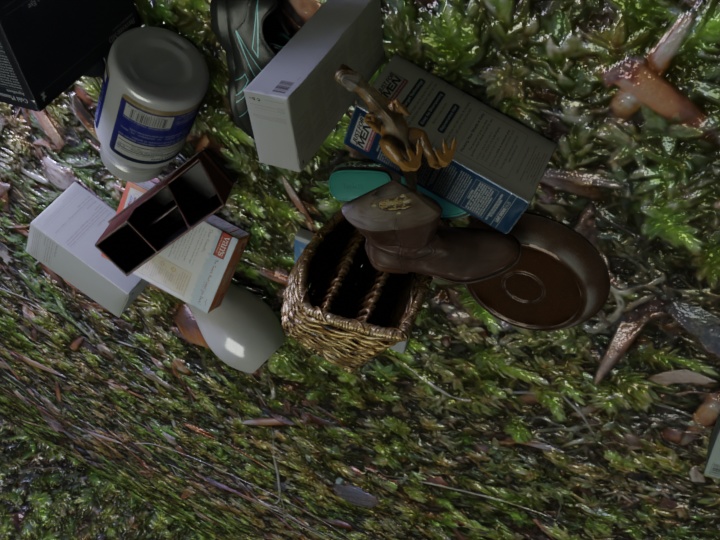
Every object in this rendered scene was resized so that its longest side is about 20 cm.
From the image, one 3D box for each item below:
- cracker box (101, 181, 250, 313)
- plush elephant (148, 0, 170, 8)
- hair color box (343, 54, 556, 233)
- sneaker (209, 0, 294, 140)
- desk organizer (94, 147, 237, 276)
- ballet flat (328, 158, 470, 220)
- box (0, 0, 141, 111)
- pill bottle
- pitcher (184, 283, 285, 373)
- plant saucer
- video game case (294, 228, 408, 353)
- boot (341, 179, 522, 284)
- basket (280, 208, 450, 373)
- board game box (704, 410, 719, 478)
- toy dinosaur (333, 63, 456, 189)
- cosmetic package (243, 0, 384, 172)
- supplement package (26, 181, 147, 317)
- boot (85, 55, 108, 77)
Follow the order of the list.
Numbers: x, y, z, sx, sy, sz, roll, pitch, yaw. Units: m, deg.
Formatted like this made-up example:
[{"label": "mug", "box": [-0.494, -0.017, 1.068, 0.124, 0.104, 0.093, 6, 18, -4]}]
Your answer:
[{"label": "cracker box", "box": [-0.291, -0.040, 1.119, 0.200, 0.058, 0.134, 28, 106, 6]}, {"label": "plush elephant", "box": [-0.207, -0.347, 0.698, 0.155, 0.164, 0.201, -150, 50, -76]}, {"label": "hair color box", "box": [0.094, -0.134, 0.750, 0.200, 0.100, 0.061, 30, 144, 3]}, {"label": "sneaker", "box": [-0.111, -0.227, 0.812, 0.079, 0.076, 0.200, 12, 140, 21]}, {"label": "desk organizer", "box": [-0.281, -0.082, 1.025, 0.200, 0.077, 0.072, -33, 114, 18]}, {"label": "ballet flat", "box": [0.058, -0.103, 0.843, 0.199, 0.074, 0.074, 13, 140, 30]}, {"label": "box", "box": [-0.363, -0.314, 0.786, 0.104, 0.200, 0.182, 16, 140, 17]}, {"label": "pill bottle", "box": [-0.278, -0.203, 0.921, 0.120, 0.120, 0.200, 37, 144, -7]}, {"label": "pitcher", "box": [-0.233, 0.084, 1.239, 0.200, 0.121, 0.172, 46, 158, -1]}, {"label": "plant saucer", "box": [0.209, 0.013, 0.898, 0.200, 0.032, 0.201, 19, 141, 16]}, {"label": "video game case", "box": [-0.011, 0.036, 1.088, 0.199, 0.022, 0.182, 23, 143, 12]}, {"label": "boot", "box": [0.084, -0.041, 0.743, 0.186, 0.064, 0.200, -4, 163, 6]}, {"label": "basket", "box": [0.000, 0.000, 0.887, 0.143, 0.200, 0.149, 34, 146, -11]}, {"label": "board game box", "box": [0.544, 0.220, 0.869, 0.199, 0.064, 0.148, 15, 142, 24]}, {"label": "toy dinosaur", "box": [0.042, -0.118, 0.690, 0.106, 0.060, 0.200, 40, 164, 49]}, {"label": "cosmetic package", "box": [-0.039, -0.192, 0.693, 0.050, 0.200, 0.083, 14, 140, 21]}, {"label": "supplement package", "box": [-0.464, -0.034, 1.254, 0.200, 0.117, 0.117, 38, 143, -7]}, {"label": "boot", "box": [-0.449, -0.253, 0.917, 0.164, 0.200, 0.066, 29, 144, 3]}]
